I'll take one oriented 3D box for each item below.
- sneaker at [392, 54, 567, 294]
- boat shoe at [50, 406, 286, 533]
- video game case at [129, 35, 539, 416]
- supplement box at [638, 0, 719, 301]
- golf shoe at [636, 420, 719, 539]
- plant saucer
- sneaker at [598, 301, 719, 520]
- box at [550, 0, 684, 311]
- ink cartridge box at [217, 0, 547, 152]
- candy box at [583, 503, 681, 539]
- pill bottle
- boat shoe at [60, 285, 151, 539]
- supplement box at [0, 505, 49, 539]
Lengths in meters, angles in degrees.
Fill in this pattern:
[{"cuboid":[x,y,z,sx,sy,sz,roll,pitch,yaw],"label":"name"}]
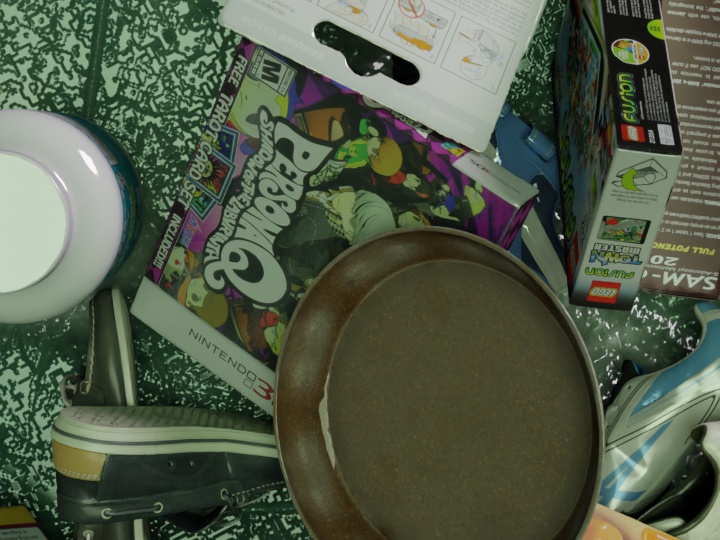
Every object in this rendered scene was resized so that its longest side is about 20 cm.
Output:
[{"cuboid":[0.073,-0.069,0.970,0.082,0.074,0.201,-19,101,-5],"label":"sneaker"},{"cuboid":[-0.092,0.114,0.937,0.199,0.074,0.063,7,95,-47],"label":"boat shoe"},{"cuboid":[-0.021,-0.008,0.920,0.181,0.036,0.201,35,120,13],"label":"video game case"},{"cuboid":[0.178,-0.089,0.952,0.060,0.109,0.202,6,94,-4],"label":"supplement box"},{"cuboid":[0.193,0.172,0.973,0.097,0.078,0.201,17,106,-17],"label":"golf shoe"},{"cuboid":[0.042,0.077,0.852,0.199,0.034,0.202,2,94,34],"label":"plant saucer"},{"cuboid":[0.162,0.103,0.994,0.200,0.072,0.073,-46,69,5],"label":"sneaker"},{"cuboid":[0.134,-0.088,0.892,0.034,0.201,0.111,6,134,-4],"label":"box"},{"cuboid":[0.025,-0.167,0.924,0.161,0.050,0.201,26,64,-4],"label":"ink cartridge box"},{"cuboid":[0.174,0.199,0.888,0.199,0.116,0.056,23,116,2],"label":"candy box"},{"cuboid":[-0.179,-0.031,0.896,0.110,0.200,0.112,0,95,-2],"label":"pill bottle"},{"cuboid":[-0.156,0.111,0.976,0.056,0.067,0.202,-5,99,-6],"label":"boat shoe"},{"cuboid":[-0.201,0.237,0.908,0.103,0.131,0.200,-49,65,16],"label":"supplement box"}]
